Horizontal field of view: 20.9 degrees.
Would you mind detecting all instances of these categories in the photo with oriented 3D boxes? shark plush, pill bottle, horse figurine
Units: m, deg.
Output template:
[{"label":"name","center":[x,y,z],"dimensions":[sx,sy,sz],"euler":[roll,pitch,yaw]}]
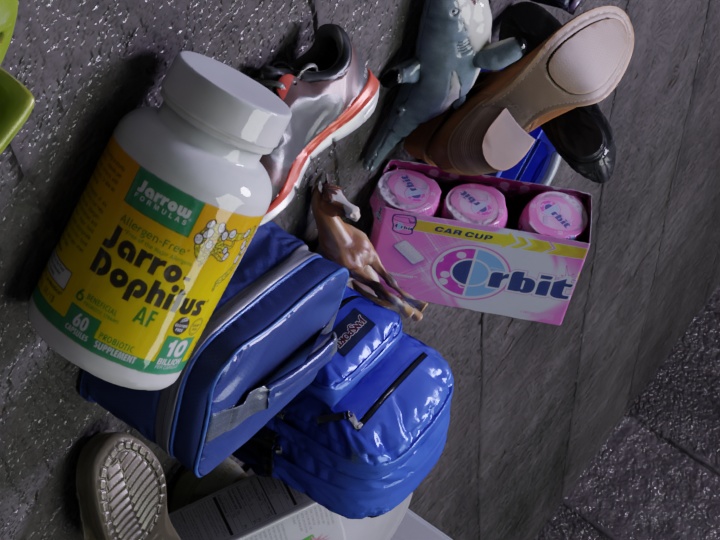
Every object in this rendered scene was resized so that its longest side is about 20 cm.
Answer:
[{"label":"shark plush","center":[0.047,-0.172,1.635],"dimensions":[0.083,0.091,0.200],"euler":[-7,152,-43]},{"label":"pill bottle","center":[-0.125,-0.034,1.259],"dimensions":[0.201,0.112,0.113],"euler":[-60,162,14]},{"label":"horse figurine","center":[0.000,0.000,1.684],"dimensions":[0.050,0.132,0.200],"euler":[-46,173,-9]}]

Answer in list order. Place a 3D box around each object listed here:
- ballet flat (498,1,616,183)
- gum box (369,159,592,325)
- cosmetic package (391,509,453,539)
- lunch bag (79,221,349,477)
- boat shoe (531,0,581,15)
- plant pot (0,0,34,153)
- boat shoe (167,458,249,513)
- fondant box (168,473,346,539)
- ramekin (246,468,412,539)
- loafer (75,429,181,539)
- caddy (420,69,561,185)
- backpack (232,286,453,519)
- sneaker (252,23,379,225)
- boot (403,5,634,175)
[{"label":"ballet flat","center":[0.173,-0.160,1.753],"dimensions":[0.066,0.201,0.057],"euler":[-22,149,2]},{"label":"gum box","center":[0.100,-0.026,1.770],"dimensions":[0.114,0.198,0.067],"euler":[104,-5,-48]},{"label":"cosmetic package","center":[-0.003,0.374,2.230],"dimensions":[0.200,0.166,0.168],"euler":[-51,162,-20]},{"label":"lunch bag","center":[-0.096,0.050,1.455],"dimensions":[0.200,0.132,0.137],"euler":[-39,156,-43]},{"label":"boat shoe","center":[0.192,-0.314,1.662],"dimensions":[0.201,0.092,0.075],"euler":[-58,163,6]},{"label":"plant pot","center":[-0.248,-0.072,0.732],"dimensions":[0.201,0.198,0.182],"euler":[-53,169,-13]},{"label":"boat shoe","center":[-0.148,0.251,1.785],"dimensions":[0.073,0.063,0.202],"euler":[-31,150,-54]},{"label":"fondant box","center":[-0.112,0.256,1.728],"dimensions":[0.198,0.058,0.145],"euler":[-23,143,-10]},{"label":"ramekin","center":[-0.051,0.241,1.929],"dimensions":[0.202,0.094,0.203],"euler":[-35,152,-22]},{"label":"loafer","center":[-0.195,0.198,1.567],"dimensions":[0.076,0.068,0.201],"euler":[-48,145,-31]},{"label":"caddy","center":[0.139,-0.113,1.849],"dimensions":[0.201,0.105,0.141],"euler":[-62,163,17]},{"label":"backpack","center":[-0.025,0.101,1.625],"dimensions":[0.163,0.199,0.168],"euler":[-46,160,-29]},{"label":"sneaker","center":[-0.070,-0.105,1.396],"dimensions":[0.200,0.077,0.082],"euler":[-48,134,-28]},{"label":"boot","center":[0.135,-0.156,1.698],"dimensions":[0.200,0.077,0.155],"euler":[-49,-157,-13]}]
